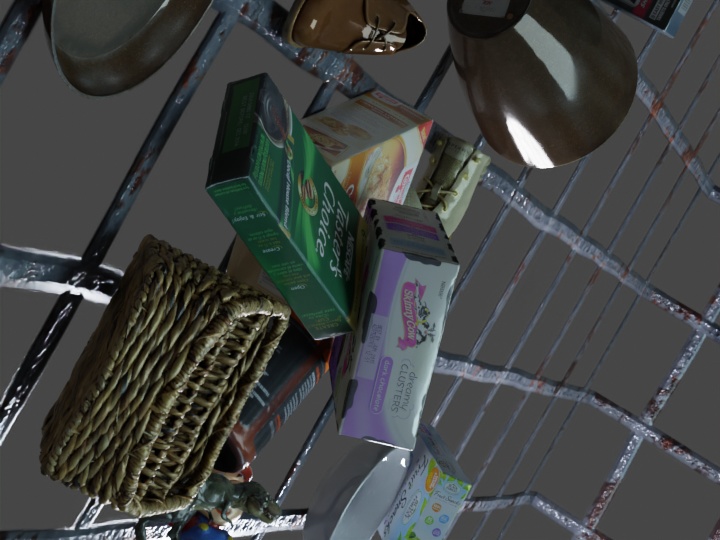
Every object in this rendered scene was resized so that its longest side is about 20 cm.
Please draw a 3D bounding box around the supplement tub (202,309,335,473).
[{"bbox_3d":[-0.093,0.089,1.582,0.200,0.106,0.107,-49,159,-30],"label":"supplement tub"}]

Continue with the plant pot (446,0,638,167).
[{"bbox_3d":[0.167,-0.233,1.698,0.188,0.186,0.200,-57,146,-5],"label":"plant pot"}]

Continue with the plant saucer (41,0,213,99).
[{"bbox_3d":[-0.148,-0.211,1.104,0.201,0.032,0.201,-51,160,-25],"label":"plant saucer"}]

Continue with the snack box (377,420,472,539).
[{"bbox_3d":[0.074,0.302,2.261,0.143,0.053,0.200,-63,-161,11],"label":"snack box"}]

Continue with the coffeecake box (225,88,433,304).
[{"bbox_3d":[-0.027,-0.071,1.563,0.200,0.073,0.155,-31,146,-56],"label":"coffeecake box"}]

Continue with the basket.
[{"bbox_3d":[-0.148,0.097,1.318,0.201,0.148,0.143,-60,-165,5],"label":"basket"}]

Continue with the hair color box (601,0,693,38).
[{"bbox_3d":[0.252,-0.329,1.688,0.100,0.199,0.061,-62,162,10],"label":"hair color box"}]

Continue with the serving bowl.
[{"bbox_3d":[-0.016,0.297,2.162,0.200,0.065,0.201,-51,160,-26],"label":"serving bowl"}]

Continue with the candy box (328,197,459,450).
[{"bbox_3d":[0.026,0.042,1.469,0.200,0.071,0.170,-103,-154,-76],"label":"candy box"}]

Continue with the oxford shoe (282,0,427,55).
[{"bbox_3d":[0.001,-0.215,1.422,0.199,0.071,0.072,-20,139,-60],"label":"oxford shoe"}]

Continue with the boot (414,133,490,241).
[{"bbox_3d":[0.075,-0.074,1.820,0.157,0.072,0.200,-62,163,11],"label":"boot"}]

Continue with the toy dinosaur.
[{"bbox_3d":[-0.172,0.222,1.560,0.199,0.047,0.089,22,94,-34],"label":"toy dinosaur"}]

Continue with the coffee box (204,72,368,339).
[{"bbox_3d":[-0.056,-0.051,1.366,0.124,0.044,0.201,-82,150,-41],"label":"coffee box"}]

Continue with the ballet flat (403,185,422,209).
[{"bbox_3d":[0.000,0.000,1.701,0.201,0.067,0.062,-51,-167,2],"label":"ballet flat"}]

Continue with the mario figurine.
[{"bbox_3d":[-0.149,0.259,1.643,0.124,0.105,0.202,62,35,-57],"label":"mario figurine"}]
